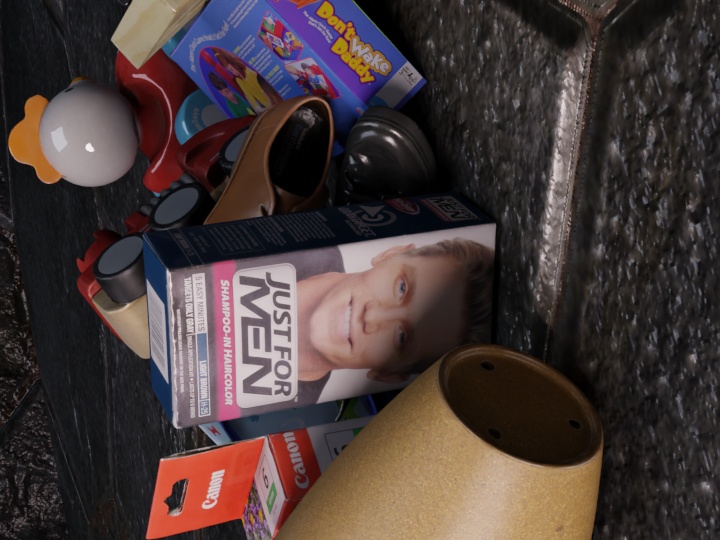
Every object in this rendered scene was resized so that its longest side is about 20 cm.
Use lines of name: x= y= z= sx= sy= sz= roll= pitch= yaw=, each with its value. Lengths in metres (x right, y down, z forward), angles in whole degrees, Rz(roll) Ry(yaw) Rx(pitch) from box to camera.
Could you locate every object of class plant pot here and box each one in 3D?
plant pot: x=0.048 y=0.144 z=0.750 sx=0.187 sy=0.185 sz=0.201 roll=59 pitch=136 yaw=45

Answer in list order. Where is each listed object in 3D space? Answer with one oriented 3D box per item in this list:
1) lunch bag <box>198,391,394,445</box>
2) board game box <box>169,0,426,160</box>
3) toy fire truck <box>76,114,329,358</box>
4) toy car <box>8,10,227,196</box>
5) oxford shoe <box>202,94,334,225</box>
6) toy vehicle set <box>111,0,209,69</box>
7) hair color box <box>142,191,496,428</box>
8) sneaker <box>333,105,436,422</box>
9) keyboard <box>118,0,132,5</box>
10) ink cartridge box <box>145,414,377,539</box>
lunch bag: x=-0.054 y=0.103 z=1.047 sx=0.201 sy=0.127 sz=0.170 roll=58 pitch=169 yaw=-23
board game box: x=-0.050 y=-0.139 z=0.947 sx=0.135 sy=0.045 sz=0.200 roll=47 pitch=161 yaw=-9
toy fire truck: x=-0.130 y=-0.027 z=1.014 sx=0.200 sy=0.176 sz=0.129 roll=29 pitch=157 yaw=52
toy car: x=-0.232 y=-0.149 z=1.303 sx=0.184 sy=0.198 sz=0.178 roll=146 pitch=113 yaw=-67
oxford shoe: x=-0.063 y=-0.020 z=0.861 sx=0.071 sy=0.071 sz=0.202 roll=159 pitch=128 yaw=-68
toy vehicle set: x=-0.072 y=-0.219 z=0.885 sx=0.027 sy=0.200 sz=0.124 roll=45 pitch=162 yaw=-9
hair color box: x=-0.022 y=0.020 z=0.812 sx=0.061 sy=0.198 sz=0.101 roll=-136 pitch=42 yaw=-59
sneaker: x=-0.003 y=-0.001 z=0.883 sx=0.201 sy=0.060 sz=0.105 roll=96 pitch=-159 yaw=-51
keyboard: x=-0.086 y=-0.246 z=0.863 sx=0.040 sy=0.200 sz=0.104 roll=45 pitch=-176 yaw=-8
ink cartridge box: x=-0.030 y=0.146 z=0.884 sx=0.109 sy=0.198 sz=0.051 roll=108 pitch=147 yaw=-50
